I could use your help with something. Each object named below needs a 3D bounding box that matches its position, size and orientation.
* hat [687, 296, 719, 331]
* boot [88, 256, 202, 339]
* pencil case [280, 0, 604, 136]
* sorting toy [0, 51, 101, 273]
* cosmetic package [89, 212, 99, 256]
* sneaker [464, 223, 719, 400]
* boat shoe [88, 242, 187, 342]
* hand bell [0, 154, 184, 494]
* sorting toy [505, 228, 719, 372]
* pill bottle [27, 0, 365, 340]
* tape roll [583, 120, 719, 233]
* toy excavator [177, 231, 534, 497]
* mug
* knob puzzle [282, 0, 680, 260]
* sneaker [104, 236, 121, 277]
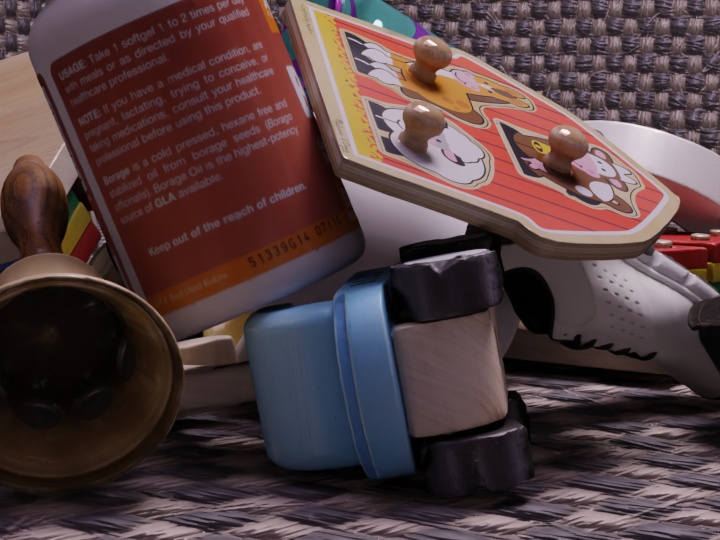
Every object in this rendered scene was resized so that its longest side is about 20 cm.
[{"bbox_3d":[0.264,0.045,0.914,0.199,0.082,0.201,-8,4,1],"label":"hat"},{"bbox_3d":[-0.209,0.022,1.128,0.181,0.073,0.199,-6,-4,40],"label":"boot"},{"bbox_3d":[0.042,-0.089,1.068,0.199,0.085,0.093,28,14,-24],"label":"pencil case"},{"bbox_3d":[-0.215,-0.038,1.032,0.199,0.070,0.199,-13,34,28],"label":"sorting toy"},{"bbox_3d":[-0.294,-0.014,1.339,0.198,0.072,0.105,-7,6,0],"label":"cosmetic package"},{"bbox_3d":[0.126,0.017,0.983,0.200,0.080,0.074,38,-20,-23],"label":"sneaker"},{"bbox_3d":[-0.124,0.021,1.033,0.064,0.072,0.200,28,31,-1],"label":"boat shoe"},{"bbox_3d":[-0.143,0.000,0.834,0.103,0.105,0.200,-1,29,-14],"label":"hand bell"},{"bbox_3d":[0.146,0.010,1.191,0.199,0.070,0.198,5,7,33],"label":"sorting toy"},{"bbox_3d":[-0.083,-0.078,0.847,0.111,0.201,0.112,-22,3,1],"label":"pill bottle"},{"bbox_3d":[0.195,-0.033,1.300,0.201,0.037,0.203,19,-25,9],"label":"tape roll"},{"bbox_3d":[-0.026,0.046,0.852,0.198,0.101,0.194,-9,5,5],"label":"toy excavator"},{"bbox_3d":[0.004,-0.006,1.033,0.152,0.151,0.187,14,14,-16],"label":"mug"},{"bbox_3d":[0.069,-0.068,0.877,0.218,0.031,0.220,22,25,-11],"label":"knob puzzle"},{"bbox_3d":[-0.097,-0.073,0.974,0.073,0.202,0.087,0,-17,16],"label":"sneaker"}]
